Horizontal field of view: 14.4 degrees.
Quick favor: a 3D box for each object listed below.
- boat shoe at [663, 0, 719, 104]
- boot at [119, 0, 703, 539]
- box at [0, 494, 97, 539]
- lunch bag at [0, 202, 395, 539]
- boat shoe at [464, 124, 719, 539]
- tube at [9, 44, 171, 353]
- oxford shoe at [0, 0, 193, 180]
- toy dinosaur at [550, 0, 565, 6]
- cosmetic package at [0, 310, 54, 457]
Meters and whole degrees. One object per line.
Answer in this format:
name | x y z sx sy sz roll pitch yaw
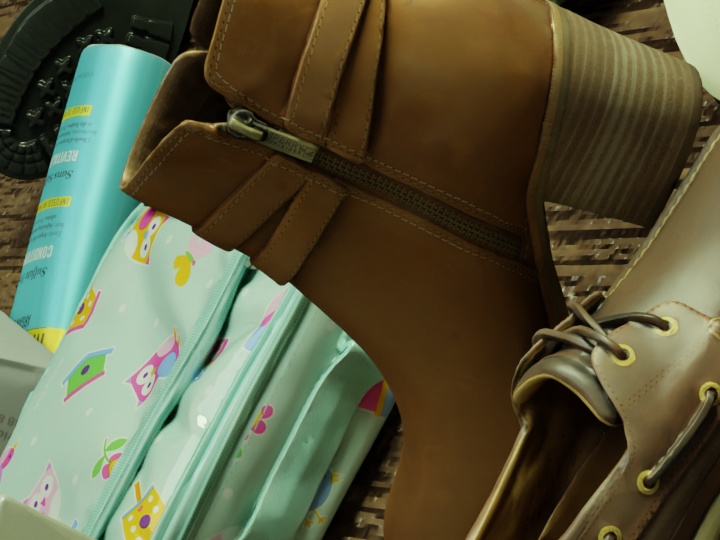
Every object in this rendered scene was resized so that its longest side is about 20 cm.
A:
boat shoe | 0.133 -0.131 0.919 0.073 0.063 0.202 -6 62 12
boot | 0.000 0.000 0.871 0.077 0.155 0.200 -103 31 -57
box | -0.044 0.140 0.778 0.068 0.200 0.082 -20 46 52
lunch bag | -0.061 0.059 1.033 0.160 0.077 0.200 6 68 62
boat shoe | 0.082 0.037 0.816 0.072 0.068 0.200 2 64 61
tube | -0.127 0.000 1.257 0.077 0.050 0.200 -27 45 64
oxford shoe | -0.114 -0.130 1.353 0.200 0.073 0.084 -54 11 5
toy dinosaur | 0.051 -0.104 1.043 0.200 0.047 0.088 -46 32 31
cosmetic package | -0.248 0.075 1.214 0.200 0.167 0.167 30 101 63
